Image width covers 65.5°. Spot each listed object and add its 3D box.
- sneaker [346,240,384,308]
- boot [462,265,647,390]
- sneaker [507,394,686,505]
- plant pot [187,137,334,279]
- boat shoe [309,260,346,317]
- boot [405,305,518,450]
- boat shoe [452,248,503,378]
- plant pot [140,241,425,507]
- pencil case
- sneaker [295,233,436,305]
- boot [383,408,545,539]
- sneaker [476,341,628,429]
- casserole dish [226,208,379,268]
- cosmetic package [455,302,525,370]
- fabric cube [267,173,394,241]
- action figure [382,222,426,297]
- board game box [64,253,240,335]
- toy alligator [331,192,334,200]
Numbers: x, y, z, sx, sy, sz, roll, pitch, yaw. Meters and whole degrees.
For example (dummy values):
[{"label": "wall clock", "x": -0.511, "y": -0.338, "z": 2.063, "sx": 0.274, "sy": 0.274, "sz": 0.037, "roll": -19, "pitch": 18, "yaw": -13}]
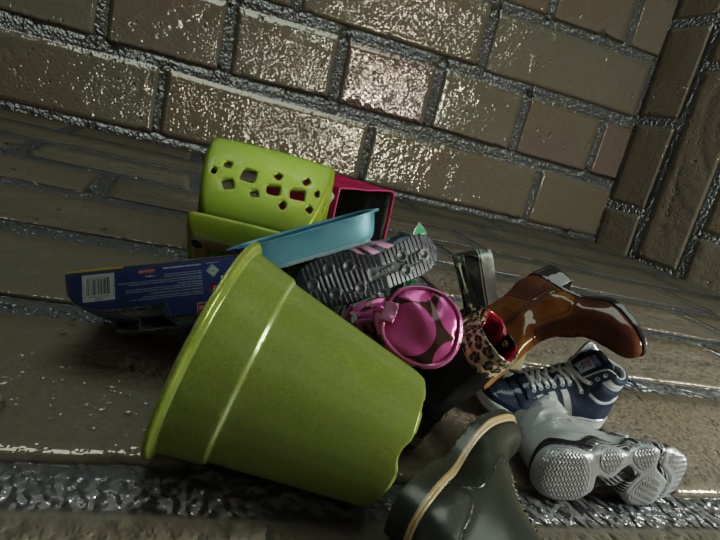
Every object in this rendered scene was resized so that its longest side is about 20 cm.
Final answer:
[{"label": "sneaker", "x": -0.032, "y": 0.013, "z": 0.881, "sx": 0.139, "sy": 0.078, "sz": 0.201, "roll": 3, "pitch": 52, "yaw": -39}, {"label": "boot", "x": 0.227, "y": 0.086, "z": 0.712, "sx": 0.199, "sy": 0.069, "sz": 0.188, "roll": -28, "pitch": 50, "yaw": -18}, {"label": "sneaker", "x": 0.258, "y": 0.195, "z": 0.630, "sx": 0.198, "sy": 0.076, "sz": 0.115, "roll": 7, "pitch": 19, "yaw": -17}, {"label": "plant pot", "x": -0.161, "y": -0.053, "z": 0.858, "sx": 0.198, "sy": 0.200, "sz": 0.183, "roll": 14, "pitch": 49, "yaw": -5}, {"label": "boat shoe", "x": -0.045, "y": 0.008, "z": 0.781, "sx": 0.071, "sy": 0.066, "sz": 0.202, "roll": 19, "pitch": 38, "yaw": -9}, {"label": "boot", "x": 0.105, "y": 0.105, "z": 0.645, "sx": 0.073, "sy": 0.151, "sz": 0.200, "roll": 46, "pitch": 21, "yaw": 3}, {"label": "boat shoe", "x": 0.171, "y": 0.071, "z": 0.824, "sx": 0.063, "sy": 0.202, "sz": 0.071, "roll": -7, "pitch": -3, "yaw": 4}, {"label": "plant pot", "x": -0.051, "y": 0.106, "z": 0.486, "sx": 0.189, "sy": 0.201, "sz": 0.200, "roll": 26, "pitch": 14, "yaw": -2}, {"label": "pencil case", "x": 0.038, "y": 0.062, "z": 0.609, "sx": 0.093, "sy": 0.091, "sz": 0.200, "roll": 34, "pitch": -13, "yaw": -4}, {"label": "sneaker", "x": 0.000, "y": 0.000, "z": 0.739, "sx": 0.198, "sy": 0.071, "sz": 0.082, "roll": -13, "pitch": 6, "yaw": -25}, {"label": "boot", "x": 0.129, "y": 0.209, "z": 0.483, "sx": 0.138, "sy": 0.078, "sz": 0.199, "roll": 28, "pitch": 32, "yaw": 30}, {"label": "sneaker", "x": 0.255, "y": 0.145, "z": 0.733, "sx": 0.198, "sy": 0.109, "sz": 0.070, "roll": 11, "pitch": 31, "yaw": -16}, {"label": "casserole dish", "x": -0.067, "y": -0.037, "z": 0.706, "sx": 0.198, "sy": 0.039, "sz": 0.121, "roll": -17, "pitch": 9, "yaw": -11}, {"label": "cosmetic package", "x": 0.163, "y": 0.099, "z": 0.909, "sx": 0.198, "sy": 0.072, "sz": 0.105, "roll": 10, "pitch": 14, "yaw": -19}, {"label": "fabric cube", "x": -0.078, "y": -0.097, "z": 1.164, "sx": 0.198, "sy": 0.198, "sz": 0.199, "roll": 22, "pitch": 17, "yaw": 33}, {"label": "action figure", "x": 0.057, "y": 0.042, "z": 0.830, "sx": 0.054, "sy": 0.202, "sz": 0.118, "roll": 8, "pitch": -26, "yaw": 11}, {"label": "board game box", "x": -0.212, "y": 0.041, "z": 0.669, "sx": 0.198, "sy": 0.062, "sz": 0.200, "roll": -6, "pitch": -13, "yaw": -10}, {"label": "toy alligator", "x": -0.097, "y": -0.052, "z": 1.029, "sx": 0.054, "sy": 0.200, "sz": 0.059, "roll": 36, "pitch": 12, "yaw": -25}]
